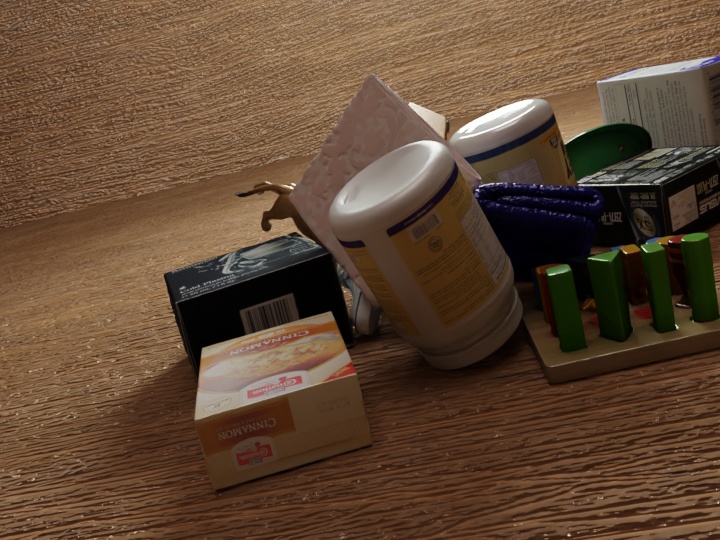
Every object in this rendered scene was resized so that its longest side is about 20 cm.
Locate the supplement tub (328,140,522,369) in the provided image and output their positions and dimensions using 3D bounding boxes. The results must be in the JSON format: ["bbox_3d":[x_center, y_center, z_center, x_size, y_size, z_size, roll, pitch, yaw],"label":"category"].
[{"bbox_3d":[0.072,-0.014,0.870,0.144,0.202,0.146,-28,23,13],"label":"supplement tub"}]

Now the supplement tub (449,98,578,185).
[{"bbox_3d":[0.212,-0.106,1.101,0.142,0.203,0.145,-22,15,7],"label":"supplement tub"}]

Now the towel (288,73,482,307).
[{"bbox_3d":[0.022,-0.093,0.986,0.032,0.192,0.201,-9,-37,-55],"label":"towel"}]

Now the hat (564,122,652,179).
[{"bbox_3d":[0.374,-0.098,1.267,0.197,0.166,0.179,-21,53,13],"label":"hat"}]

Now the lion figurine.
[{"bbox_3d":[-0.070,-0.073,1.179,0.198,0.074,0.122,28,-24,-30],"label":"lion figurine"}]

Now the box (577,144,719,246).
[{"bbox_3d":[0.411,-0.106,1.165,0.198,0.088,0.163,-24,18,-32],"label":"box"}]

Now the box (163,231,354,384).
[{"bbox_3d":[-0.135,0.047,1.070,0.197,0.126,0.196,-18,13,-14],"label":"box"}]

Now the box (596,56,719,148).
[{"bbox_3d":[0.508,-0.239,1.370,0.104,0.187,0.198,-24,18,-32],"label":"box"}]

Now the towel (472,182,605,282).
[{"bbox_3d":[0.195,-0.034,0.962,0.144,0.051,0.201,2,-21,9],"label":"towel"}]

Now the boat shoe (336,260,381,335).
[{"bbox_3d":[0.000,0.000,1.088,0.064,0.074,0.202,2,44,8],"label":"boat shoe"}]

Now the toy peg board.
[{"bbox_3d":[0.263,0.012,0.856,0.196,0.100,0.199,-13,15,5],"label":"toy peg board"}]

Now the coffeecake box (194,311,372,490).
[{"bbox_3d":[-0.081,0.121,0.836,0.150,0.075,0.200,-15,15,-5],"label":"coffeecake box"}]

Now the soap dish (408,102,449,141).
[{"bbox_3d":[0.077,-0.109,1.109,0.079,0.160,0.201,1,33,9],"label":"soap dish"}]
